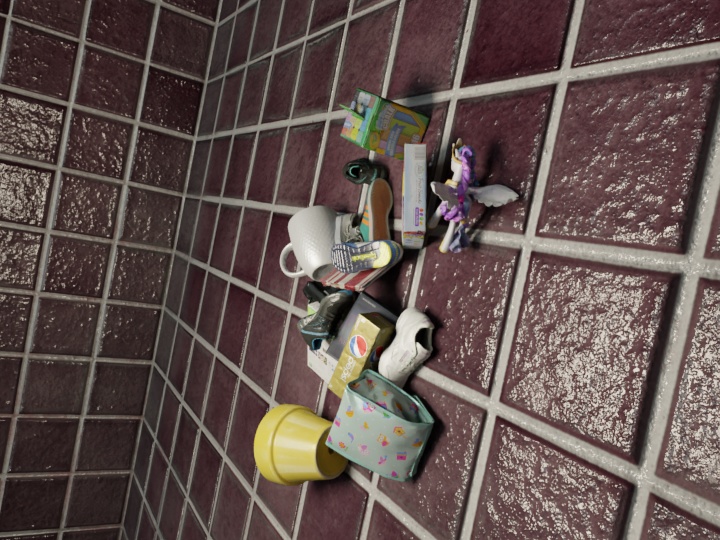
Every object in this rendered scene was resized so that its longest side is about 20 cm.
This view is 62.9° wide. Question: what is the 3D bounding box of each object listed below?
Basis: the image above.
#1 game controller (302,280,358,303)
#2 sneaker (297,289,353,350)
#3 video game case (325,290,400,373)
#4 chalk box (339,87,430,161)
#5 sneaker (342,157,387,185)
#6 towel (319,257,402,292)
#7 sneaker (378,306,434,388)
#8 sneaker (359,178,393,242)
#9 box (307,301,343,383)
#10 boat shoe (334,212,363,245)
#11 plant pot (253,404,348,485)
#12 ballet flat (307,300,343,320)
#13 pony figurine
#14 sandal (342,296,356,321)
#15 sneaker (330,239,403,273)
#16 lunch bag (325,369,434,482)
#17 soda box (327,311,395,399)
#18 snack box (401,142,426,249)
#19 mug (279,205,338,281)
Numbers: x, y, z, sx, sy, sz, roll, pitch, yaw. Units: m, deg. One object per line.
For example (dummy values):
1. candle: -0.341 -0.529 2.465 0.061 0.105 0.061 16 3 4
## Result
1. game controller: -0.081 0.064 1.593 0.200 0.104 0.042 38 148 54
2. sneaker: -0.072 0.117 1.404 0.200 0.073 0.082 -45 61 39
3. video game case: 0.018 0.162 1.385 0.143 0.019 0.200 34 119 7
4. chalk box: 0.040 -0.350 1.407 0.124 0.199 0.124 45 119 53
5. sneaker: -0.006 -0.270 1.575 0.200 0.079 0.076 22 101 59
6. towel: 0.000 0.000 1.462 0.200 0.144 0.023 8 132 58
7. sneaker: 0.101 0.184 1.279 0.100 0.075 0.201 36 113 54
8. sneaker: 0.032 -0.132 1.481 0.080 0.071 0.201 -24 58 56
9. box: -0.083 0.198 1.519 0.144 0.036 0.201 34 133 41
10. boat shoe: -0.015 -0.086 1.528 0.086 0.075 0.202 -19 33 12
11. plant pot: -0.135 0.446 1.490 0.188 0.200 0.202 -6 76 40
12. ballet flat: -0.088 0.120 1.602 0.200 0.074 0.074 32 109 58
13. pony figurine: 0.197 -0.139 1.169 0.193 0.166 0.201 -108 24 -53
14. sandal: 0.008 0.143 1.456 0.078 0.069 0.212 11 113 58
15. sneaker: 0.014 -0.035 1.391 0.200 0.082 0.074 0 100 42
16. lunch bag: 0.050 0.337 1.258 0.200 0.122 0.171 26 113 19
17. soda box: 0.001 0.196 1.330 0.068 0.064 0.200 34 111 31
18. snack box: 0.119 -0.162 1.306 0.142 0.053 0.201 71 -159 -77
19. mug: -0.133 -0.054 1.625 0.200 0.148 0.176 -26 57 12
